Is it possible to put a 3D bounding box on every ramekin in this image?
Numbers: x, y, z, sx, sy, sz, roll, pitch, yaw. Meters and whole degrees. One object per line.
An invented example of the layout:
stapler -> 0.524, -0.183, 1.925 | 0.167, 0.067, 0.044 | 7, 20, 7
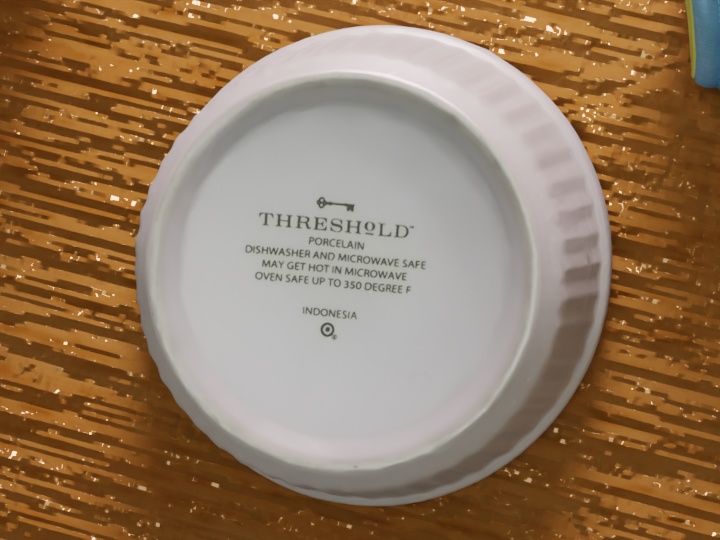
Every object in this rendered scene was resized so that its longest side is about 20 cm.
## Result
ramekin -> 0.000, 0.000, 0.927 | 0.201, 0.094, 0.203 | 0, 93, 10

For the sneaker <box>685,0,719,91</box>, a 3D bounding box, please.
sneaker -> 0.184, -0.152, 0.898 | 0.130, 0.080, 0.201 | 16, 94, 8
